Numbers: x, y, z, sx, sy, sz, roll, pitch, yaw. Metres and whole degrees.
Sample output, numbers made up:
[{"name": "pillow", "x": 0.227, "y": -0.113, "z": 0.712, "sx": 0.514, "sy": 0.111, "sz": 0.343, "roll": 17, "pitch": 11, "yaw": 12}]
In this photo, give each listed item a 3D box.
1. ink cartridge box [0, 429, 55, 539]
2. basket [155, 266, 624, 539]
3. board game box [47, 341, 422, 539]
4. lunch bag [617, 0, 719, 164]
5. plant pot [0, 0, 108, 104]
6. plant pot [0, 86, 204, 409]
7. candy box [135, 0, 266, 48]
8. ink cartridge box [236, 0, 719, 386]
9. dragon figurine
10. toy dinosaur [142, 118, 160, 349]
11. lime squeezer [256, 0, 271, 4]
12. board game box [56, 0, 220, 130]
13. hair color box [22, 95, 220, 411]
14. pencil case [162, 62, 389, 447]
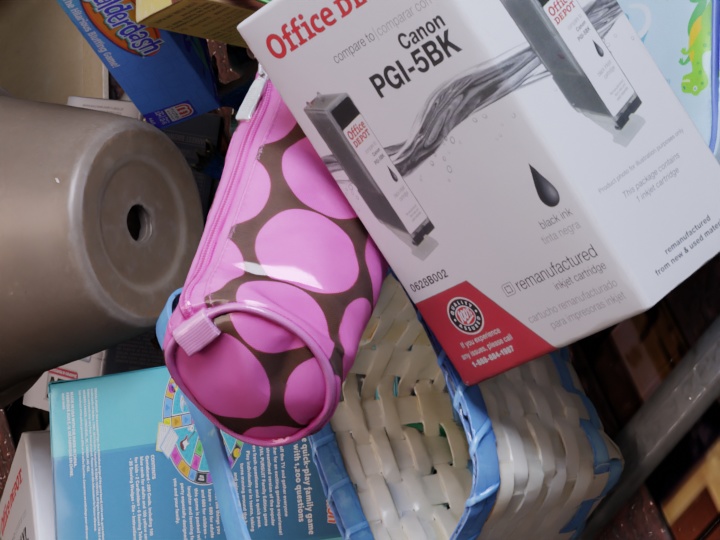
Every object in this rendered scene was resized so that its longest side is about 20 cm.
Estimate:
[{"name": "ink cartridge box", "x": -0.161, "y": 0.208, "z": 1.594, "sx": 0.146, "sy": 0.084, "sz": 0.200, "roll": 119, "pitch": 145, "yaw": -62}, {"name": "basket", "x": 0.012, "y": 0.081, "z": 1.296, "sx": 0.139, "sy": 0.200, "sz": 0.177, "roll": -56, "pitch": 41, "yaw": 39}, {"name": "board game box", "x": -0.065, "y": 0.123, "z": 1.440, "sx": 0.200, "sy": 0.047, "sz": 0.151, "roll": -9, "pitch": 72, "yaw": 14}, {"name": "lunch bag", "x": 0.128, "y": -0.093, "z": 1.270, "sx": 0.200, "sy": 0.082, "sz": 0.161, "roll": -9, "pitch": 76, "yaw": 54}, {"name": "plant pot", "x": -0.292, "y": -0.129, "z": 1.806, "sx": 0.177, "sy": 0.199, "sz": 0.200, "roll": 151, "pitch": 120, "yaw": -62}, {"name": "plant pot", "x": -0.184, "y": -0.018, "z": 1.474, "sx": 0.174, "sy": 0.200, "sz": 0.201, "roll": -5, "pitch": 79, "yaw": 34}, {"name": "candy box", "x": -0.020, "y": -0.171, "z": 1.395, "sx": 0.056, "sy": 0.200, "sz": 0.117, "roll": -19, "pitch": 68, "yaw": 49}, {"name": "ink cartridge box", "x": 0.056, "y": -0.066, "z": 1.184, "sx": 0.200, "sy": 0.083, "sz": 0.147, "roll": 57, "pitch": 144, "yaw": -4}, {"name": "dragon figurine", "x": -0.038, "y": -0.072, "z": 1.506, "sx": 0.099, "sy": 0.059, "sz": 0.200, "roll": 23, "pitch": 133, "yaw": 20}, {"name": "toy dinosaur", "x": -0.120, "y": -0.020, "z": 1.603, "sx": 0.060, "sy": 0.106, "sz": 0.200, "roll": 116, "pitch": 132, "yaw": -74}, {"name": "lime squeezer", "x": 0.031, "y": -0.114, "z": 1.292, "sx": 0.200, "sy": 0.071, "sz": 0.038, "roll": 18, "pitch": 72, "yaw": 27}, {"name": "board game box", "x": -0.139, "y": -0.188, "z": 1.413, "sx": 0.045, "sy": 0.200, "sz": 0.152, "roll": -20, "pitch": 59, "yaw": 10}, {"name": "hair color box", "x": -0.150, "y": -0.005, "z": 1.676, "sx": 0.099, "sy": 0.061, "sz": 0.200, "roll": 10, "pitch": 91, "yaw": 56}, {"name": "pencil case", "x": -0.033, "y": -0.019, "z": 1.246, "sx": 0.091, "sy": 0.094, "sz": 0.200, "roll": -21, "pitch": 37, "yaw": 32}]
